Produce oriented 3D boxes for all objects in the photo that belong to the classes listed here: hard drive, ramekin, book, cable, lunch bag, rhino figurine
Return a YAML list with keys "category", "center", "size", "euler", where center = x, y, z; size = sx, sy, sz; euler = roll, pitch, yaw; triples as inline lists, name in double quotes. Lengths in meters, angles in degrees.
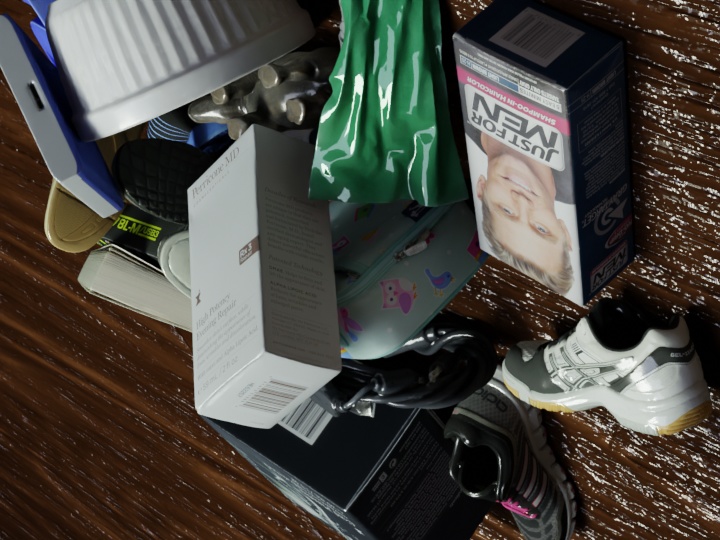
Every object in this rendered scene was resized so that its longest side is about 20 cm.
- category: "hard drive"
  center: [-0.237, -0.117, 1.371]
  size: [0.133, 0.025, 0.200]
  euler: [64, 178, 5]
- category: "ramekin"
  center: [-0.143, -0.187, 1.322]
  size: [0.200, 0.200, 0.106]
  euler: [-3, 114, 59]
- category: "book"
  center: [-0.196, 0.026, 1.651]
  size: [0.133, 0.048, 0.200]
  euler: [27, 174, -12]
- category: "cable"
  center: [0.019, 0.068, 1.452]
  size: [0.200, 0.162, 0.051]
  euler: [-154, 54, -64]
- category: "lunch bag"
  center: [0.000, 0.000, 1.372]
  size: [0.077, 0.160, 0.200]
  euler: [57, 154, -17]
- category: "rhino figurine"
  center: [-0.072, -0.137, 1.383]
  size: [0.199, 0.087, 0.060]
  euler: [-5, 102, 54]

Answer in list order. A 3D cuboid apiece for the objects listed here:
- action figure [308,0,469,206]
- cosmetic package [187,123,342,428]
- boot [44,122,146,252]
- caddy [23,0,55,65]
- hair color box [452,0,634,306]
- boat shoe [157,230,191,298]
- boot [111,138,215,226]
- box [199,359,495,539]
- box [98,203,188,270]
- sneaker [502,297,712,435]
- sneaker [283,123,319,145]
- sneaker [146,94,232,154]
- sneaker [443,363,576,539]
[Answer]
- category: "action figure"
  center: [0.019, -0.146, 1.237]
  size: [0.055, 0.117, 0.201]
  euler: [-97, 6, -62]
- category: "cosmetic package"
  center: [-0.074, 0.004, 1.294]
  size: [0.102, 0.074, 0.201]
  euler: [-40, 45, 40]
- category: "boot"
  center: [-0.268, -0.116, 1.639]
  size: [0.072, 0.201, 0.155]
  euler: [19, 173, -31]
- category: "caddy"
  center: [-0.230, -0.229, 1.495]
  size: [0.200, 0.105, 0.142]
  euler: [46, 164, 53]
- category: "hair color box"
  center: [0.126, -0.079, 1.178]
  size: [0.100, 0.060, 0.201]
  euler: [31, 149, 35]
- category: "boat shoe"
  center: [-0.097, 0.002, 1.539]
  size: [0.201, 0.073, 0.060]
  euler: [13, -173, -34]
- category: "boot"
  center: [-0.161, -0.066, 1.531]
  size: [0.199, 0.068, 0.130]
  euler: [13, 172, -42]
- category: "box"
  center: [-0.008, 0.167, 1.598]
  size: [0.199, 0.124, 0.197]
  euler: [28, 167, 38]
- category: "box"
  center: [-0.157, -0.003, 1.662]
  size: [0.200, 0.048, 0.193]
  euler: [34, 172, -40]
- category: "sneaker"
  center: [0.178, 0.058, 1.287]
  size: [0.199, 0.075, 0.088]
  euler: [7, 115, 52]
- category: "sneaker"
  center: [-0.051, -0.073, 1.416]
  size: [0.070, 0.108, 0.200]
  euler: [55, 154, -12]
- category: "sneaker"
  center: [-0.156, -0.140, 1.557]
  size: [0.078, 0.070, 0.200]
  euler: [66, 154, 0]
- category: "sneaker"
  center: [0.122, 0.176, 1.495]
  size: [0.074, 0.087, 0.201]
  euler: [21, 142, 46]
